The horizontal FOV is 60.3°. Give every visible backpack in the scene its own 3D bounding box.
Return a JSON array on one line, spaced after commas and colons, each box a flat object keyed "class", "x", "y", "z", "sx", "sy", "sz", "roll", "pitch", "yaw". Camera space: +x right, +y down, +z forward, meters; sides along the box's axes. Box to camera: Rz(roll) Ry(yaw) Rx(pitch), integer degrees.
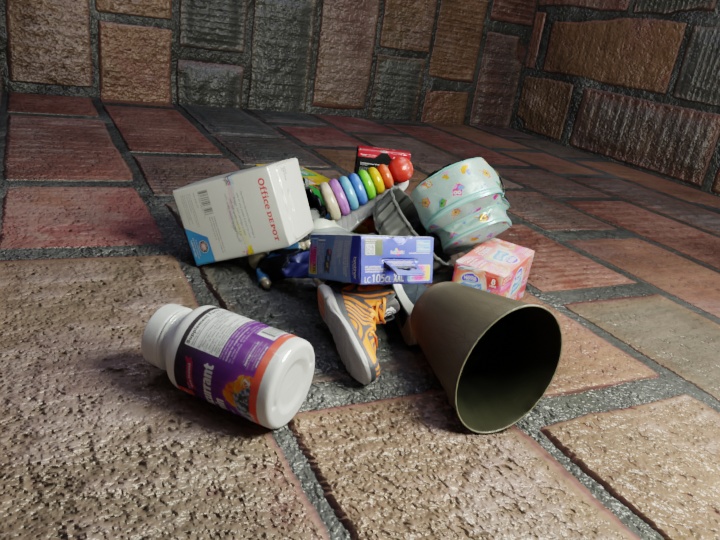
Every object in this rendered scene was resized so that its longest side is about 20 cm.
[{"class": "backpack", "x": 0.194, "y": -0.123, "z": 1.186, "sx": 0.175, "sy": 0.154, "sz": 0.200, "roll": -24, "pitch": -21, "yaw": 15}]

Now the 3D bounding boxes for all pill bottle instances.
[{"class": "pill bottle", "x": -0.167, "y": 0.109, "z": 0.765, "sx": 0.199, "sy": 0.112, "sz": 0.111, "roll": 17, "pitch": 23, "yaw": 21}]

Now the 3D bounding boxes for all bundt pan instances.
[{"class": "bundt pan", "x": 0.098, "y": -0.071, "z": 1.265, "sx": 0.202, "sy": 0.076, "sz": 0.202, "roll": 45, "pitch": 19, "yaw": -21}]

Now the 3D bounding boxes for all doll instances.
[{"class": "doll", "x": -0.128, "y": -0.017, "z": 1.126, "sx": 0.199, "sy": 0.049, "sz": 0.137, "roll": 1, "pitch": 38, "yaw": 39}]

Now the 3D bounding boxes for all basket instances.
[{"class": "basket", "x": 0.158, "y": 0.097, "z": 0.864, "sx": 0.136, "sy": 0.181, "sz": 0.200, "roll": 27, "pitch": 7, "yaw": -23}]

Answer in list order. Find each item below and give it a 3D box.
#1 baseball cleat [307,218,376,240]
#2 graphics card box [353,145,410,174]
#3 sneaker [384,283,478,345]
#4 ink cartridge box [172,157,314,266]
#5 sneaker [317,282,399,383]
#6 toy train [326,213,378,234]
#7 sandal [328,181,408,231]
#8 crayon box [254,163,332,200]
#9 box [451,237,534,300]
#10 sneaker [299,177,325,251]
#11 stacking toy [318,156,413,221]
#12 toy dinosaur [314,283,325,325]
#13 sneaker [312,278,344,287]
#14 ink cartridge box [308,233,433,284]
[{"class": "baseball cleat", "x": -0.017, "y": -0.037, "z": 1.267, "sx": 0.199, "sy": 0.070, "sz": 0.107, "roll": 16, "pitch": 53, "yaw": -15}, {"class": "graphics card box", "x": 0.041, "y": -0.187, "z": 1.462, "sx": 0.125, "sy": 0.201, "sz": 0.051, "roll": 4, "pitch": 22, "yaw": -8}, {"class": "sneaker", "x": 0.122, "y": 0.048, "z": 1.053, "sx": 0.145, "sy": 0.077, "sz": 0.203, "roll": -9, "pitch": 35, "yaw": -12}, {"class": "ink cartridge box", "x": -0.212, "y": -0.113, "z": 1.164, "sx": 0.199, "sy": 0.148, "sz": 0.145, "roll": -9, "pitch": 15, "yaw": 18}, {"class": "sneaker", "x": 0.014, "y": 0.075, "z": 0.912, "sx": 0.111, "sy": 0.078, "sz": 0.200, "roll": -11, "pitch": 41, "yaw": -17}, {"class": "toy train", "x": 0.006, "y": -0.087, "z": 1.370, "sx": 0.199, "sy": 0.085, "sz": 0.116, "roll": 22, "pitch": 35, "yaw": 30}, {"class": "sandal", "x": 0.013, "y": -0.143, "z": 1.343, "sx": 0.079, "sy": 0.206, "sz": 0.059, "roll": 50, "pitch": -4, "yaw": 20}, {"class": "crayon box", "x": -0.163, "y": -0.216, "z": 1.546, "sx": 0.118, "sy": 0.059, "sz": 0.200, "roll": -11, "pitch": 29, "yaw": -41}, {"class": "box", "x": 0.247, "y": 0.016, "z": 1.167, "sx": 0.094, "sy": 0.103, "sz": 0.200, "roll": 19, "pitch": 23, "yaw": 25}, {"class": "sneaker", "x": -0.137, "y": -0.138, "z": 1.347, "sx": 0.199, "sy": 0.141, "sz": 0.077, "roll": 27, "pitch": 28, "yaw": 37}, {"class": "stacking toy", "x": 0.018, "y": -0.177, "z": 1.285, "sx": 0.199, "sy": 0.086, "sz": 0.085, "roll": -23, "pitch": 27, "yaw": -4}, {"class": "toy dinosaur", "x": -0.026, "y": 0.067, "z": 1.019, "sx": 0.088, "sy": 0.048, "sz": 0.200, "roll": 14, "pitch": 25, "yaw": -5}, {"class": "sneaker", "x": 0.000, "y": 0.000, "z": 1.153, "sx": 0.199, "sy": 0.074, "sz": 0.080, "roll": -6, "pitch": 24, "yaw": -33}, {"class": "ink cartridge box", "x": 0.021, "y": -0.019, "z": 0.965, "sx": 0.136, "sy": 0.077, "sz": 0.200, "roll": -1, "pitch": 2, "yaw": -31}]
